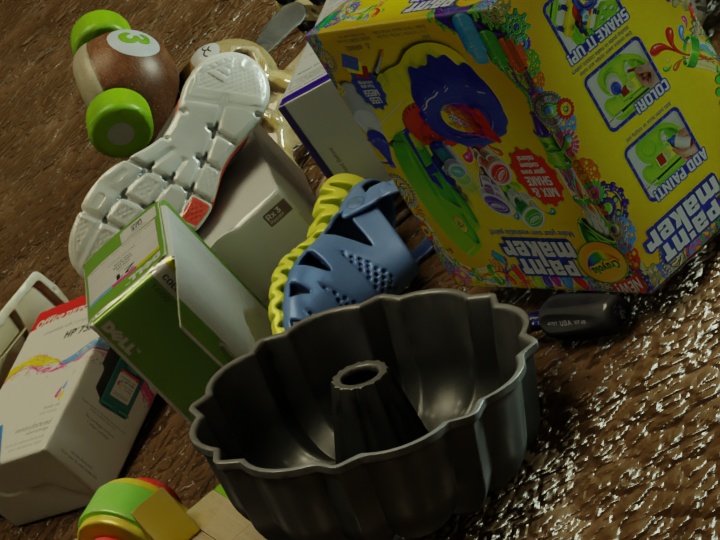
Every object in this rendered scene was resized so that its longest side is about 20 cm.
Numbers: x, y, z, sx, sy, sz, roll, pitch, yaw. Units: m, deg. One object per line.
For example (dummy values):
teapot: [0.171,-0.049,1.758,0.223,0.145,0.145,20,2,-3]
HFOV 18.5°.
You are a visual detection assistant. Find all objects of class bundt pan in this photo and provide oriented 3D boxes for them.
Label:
bundt pan: [0.010,0.089,1.234,0.202,0.076,0.202,-15,23,7]

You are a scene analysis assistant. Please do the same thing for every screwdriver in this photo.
screwdriver: [0.090,0.033,1.328,0.200,0.029,0.028,-11,37,55]

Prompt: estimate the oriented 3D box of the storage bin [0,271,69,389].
storage bin: [-0.332,0.112,1.746,0.200,0.094,0.199,-25,21,35]

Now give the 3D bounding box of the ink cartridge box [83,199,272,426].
ink cartridge box: [-0.102,0.060,1.423,0.076,0.148,0.200,-39,23,9]

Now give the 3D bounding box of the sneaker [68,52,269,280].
sneaker: [-0.132,-0.062,1.573,0.200,0.077,0.082,-51,-3,-18]

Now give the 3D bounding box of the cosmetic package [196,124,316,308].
cosmetic package: [-0.091,-0.032,1.617,0.113,0.081,0.200,-39,25,8]

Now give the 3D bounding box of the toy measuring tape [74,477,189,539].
toy measuring tape: [-0.119,0.157,1.382,0.200,0.074,0.074,-20,32,43]

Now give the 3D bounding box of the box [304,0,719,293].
box: [0.105,-0.099,1.299,0.122,0.193,0.200,-41,20,-24]

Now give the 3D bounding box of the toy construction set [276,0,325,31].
toy construction set: [-0.014,-0.277,1.966,0.131,0.092,0.200,-49,13,-17]

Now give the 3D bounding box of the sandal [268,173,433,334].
sandal: [0.000,0.000,1.467,0.087,0.079,0.200,-11,40,29]

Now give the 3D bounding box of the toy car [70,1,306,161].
toy car: [-0.130,-0.164,1.887,0.200,0.158,0.164,-27,37,6]

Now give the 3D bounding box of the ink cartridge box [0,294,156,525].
ink cartridge box: [-0.206,0.082,1.635,0.116,0.067,0.200,-20,37,43]

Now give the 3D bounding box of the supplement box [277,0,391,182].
supplement box: [0.025,-0.146,1.620,0.103,0.101,0.200,-26,23,23]

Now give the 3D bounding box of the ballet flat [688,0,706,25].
ballet flat: [0.140,-0.130,1.469,0.200,0.072,0.072,-37,23,16]

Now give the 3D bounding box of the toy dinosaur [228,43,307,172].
toy dinosaur: [-0.064,-0.143,1.796,0.058,0.101,0.200,108,177,-59]

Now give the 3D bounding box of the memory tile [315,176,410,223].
memory tile: [-0.048,-0.007,1.627,0.200,0.017,0.153,-45,23,-7]

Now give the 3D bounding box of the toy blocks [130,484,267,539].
toy blocks: [-0.094,0.210,1.239,0.200,0.100,0.137,-40,34,-18]
